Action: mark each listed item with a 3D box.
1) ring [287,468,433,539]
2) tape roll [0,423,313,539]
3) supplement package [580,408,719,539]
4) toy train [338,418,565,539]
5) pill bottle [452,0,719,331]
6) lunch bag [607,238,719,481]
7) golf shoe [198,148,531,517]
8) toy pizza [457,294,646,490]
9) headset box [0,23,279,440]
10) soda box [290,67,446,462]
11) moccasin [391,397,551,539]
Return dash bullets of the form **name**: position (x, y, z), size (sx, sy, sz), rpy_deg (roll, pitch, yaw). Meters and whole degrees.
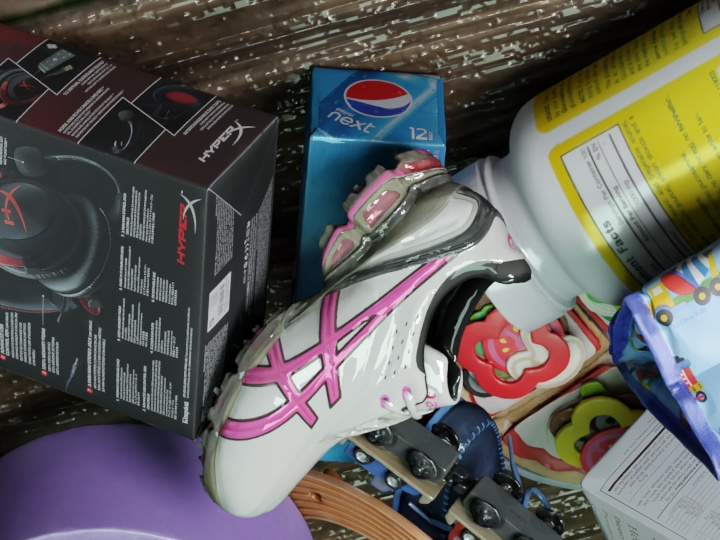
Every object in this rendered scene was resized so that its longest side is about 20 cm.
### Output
- **ring**: position (0.015, 0.172, 1.564), size (0.200, 0.019, 0.201), rpy_deg (32, 151, 20)
- **tape roll**: position (-0.122, 0.182, 1.531), size (0.198, 0.085, 0.201), rpy_deg (1, 126, 1)
- **supplement package**: position (0.247, 0.154, 1.468), size (0.147, 0.200, 0.192), rpy_deg (-45, 136, -19)
- **toy train**: position (0.068, 0.127, 1.466), size (0.200, 0.034, 0.046), rpy_deg (38, 138, 3)
- **pill bottle**: position (0.144, -0.054, 1.408), size (0.199, 0.113, 0.113), rpy_deg (-29, 122, 18)
- **lunch bag**: position (0.197, 0.019, 1.377), size (0.150, 0.200, 0.094), rpy_deg (-29, 89, -2)
- **golf shoe**: position (-0.002, 0.046, 1.385), size (0.092, 0.072, 0.200), rpy_deg (42, 109, 22)
- **toy pizza**: position (0.132, 0.042, 1.530), size (0.199, 0.032, 0.201), rpy_deg (0, 126, 0)
- **headset box**: position (-0.146, -0.026, 1.414), size (0.199, 0.075, 0.149), rpy_deg (19, 128, 19)
- **soda box**: position (0.000, 0.000, 1.477), size (0.067, 0.064, 0.201), rpy_deg (4, 126, -3)
- **moccasin**: position (0.064, 0.142, 1.560), size (0.068, 0.080, 0.201), rpy_deg (33, 152, 26)
